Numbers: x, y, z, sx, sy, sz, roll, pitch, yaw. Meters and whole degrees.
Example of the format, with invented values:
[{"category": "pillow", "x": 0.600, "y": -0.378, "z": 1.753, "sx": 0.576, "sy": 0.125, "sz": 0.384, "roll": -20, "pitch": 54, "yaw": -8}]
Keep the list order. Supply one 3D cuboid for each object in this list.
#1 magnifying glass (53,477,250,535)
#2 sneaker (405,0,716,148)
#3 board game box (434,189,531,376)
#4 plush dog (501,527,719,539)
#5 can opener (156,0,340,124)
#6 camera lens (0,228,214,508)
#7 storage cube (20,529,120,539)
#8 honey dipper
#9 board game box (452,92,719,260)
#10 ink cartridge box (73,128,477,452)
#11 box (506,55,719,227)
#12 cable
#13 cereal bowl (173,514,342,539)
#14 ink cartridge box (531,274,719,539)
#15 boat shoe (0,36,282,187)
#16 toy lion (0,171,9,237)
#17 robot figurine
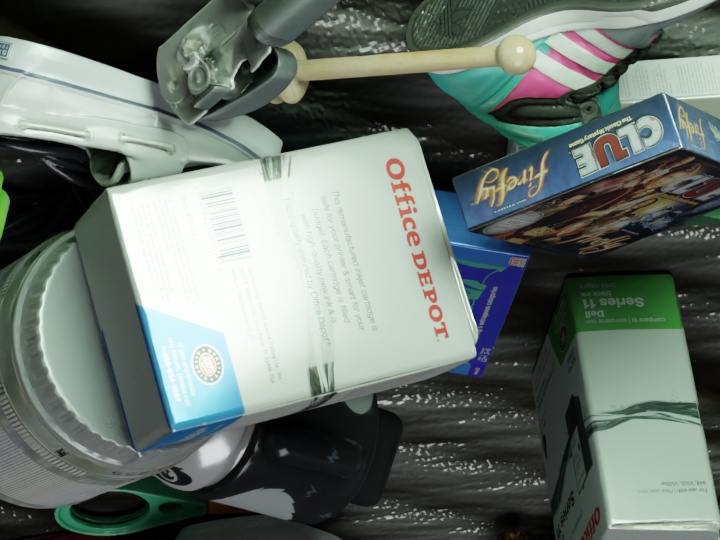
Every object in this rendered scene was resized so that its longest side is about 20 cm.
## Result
[{"category": "magnifying glass", "x": -0.143, "y": 0.184, "z": 1.793, "sx": 0.199, "sy": 0.022, "sz": 0.080, "roll": -3, "pitch": 147, "yaw": -8}, {"category": "sneaker", "x": 0.140, "y": -0.127, "z": 1.310, "sx": 0.199, "sy": 0.084, "sz": 0.121, "roll": -13, "pitch": 142, "yaw": 24}, {"category": "board game box", "x": 0.000, "y": 0.000, "z": 1.488, "sx": 0.199, "sy": 0.045, "sz": 0.152, "roll": 9, "pitch": 145, "yaw": -4}, {"category": "plush dog", "x": 0.202, "y": 0.270, "z": 1.900, "sx": 0.171, "sy": 0.161, "sz": 0.200, "roll": -1, "pitch": 157, "yaw": 45}, {"category": "can opener", "x": -0.036, "y": -0.149, "z": 1.248, "sx": 0.200, "sy": 0.054, "sz": 0.067, "roll": -37, "pitch": 154, "yaw": 31}, {"category": "camera lens", "x": -0.175, "y": 0.061, "z": 1.436, "sx": 0.159, "sy": 0.161, "sz": 0.200, "roll": 12, "pitch": 160, "yaw": -27}, {"category": "storage cube", "x": -0.261, "y": 0.336, "z": 1.859, "sx": 0.170, "sy": 0.180, "sz": 0.200, "roll": -9, "pitch": 148, "yaw": 4}, {"category": "honey dipper", "x": 0.008, "y": -0.115, "z": 1.289, "sx": 0.199, "sy": 0.038, "sz": 0.038, "roll": 0, "pitch": 153, "yaw": 29}, {"category": "board game box", "x": 0.156, "y": -0.052, "z": 1.346, "sx": 0.135, "sy": 0.035, "sz": 0.200, "roll": -22, "pitch": 167, "yaw": 23}, {"category": "ink cartridge box", "x": -0.049, "y": 0.011, "z": 1.337, "sx": 0.199, "sy": 0.147, "sz": 0.084, "roll": -12, "pitch": 170, "yaw": -24}, {"category": "box", "x": 0.192, "y": -0.078, "z": 1.442, "sx": 0.199, "sy": 0.036, "sz": 0.145, "roll": -4, "pitch": 147, "yaw": -2}, {"category": "cable", "x": -0.241, "y": -0.058, "z": 1.379, "sx": 0.163, "sy": 0.051, "sz": 0.200, "roll": -27, "pitch": 143, "yaw": 28}, {"category": "cereal bowl", "x": -0.094, "y": 0.242, "z": 1.808, "sx": 0.199, "sy": 0.084, "sz": 0.200, "roll": -7, "pitch": 169, "yaw": -1}, {"category": "ink cartridge box", "x": 0.184, "y": 0.125, "z": 1.599, "sx": 0.083, "sy": 0.201, "sz": 0.147, "roll": -1, "pitch": 146, "yaw": -9}, {"category": "boat shoe", "x": -0.138, "y": -0.079, "z": 1.329, "sx": 0.199, "sy": 0.066, "sz": 0.073, "roll": 17, "pitch": 176, "yaw": -31}, {"category": "toy lion", "x": -0.314, "y": -0.048, "z": 1.322, "sx": 0.199, "sy": 0.069, "sz": 0.192, "roll": -16, "pitch": 141, "yaw": 33}, {"category": "robot figurine", "x": -0.068, "y": 0.111, "z": 1.600, "sx": 0.199, "sy": 0.125, "sz": 0.150, "roll": 19, "pitch": 139, "yaw": -35}]
